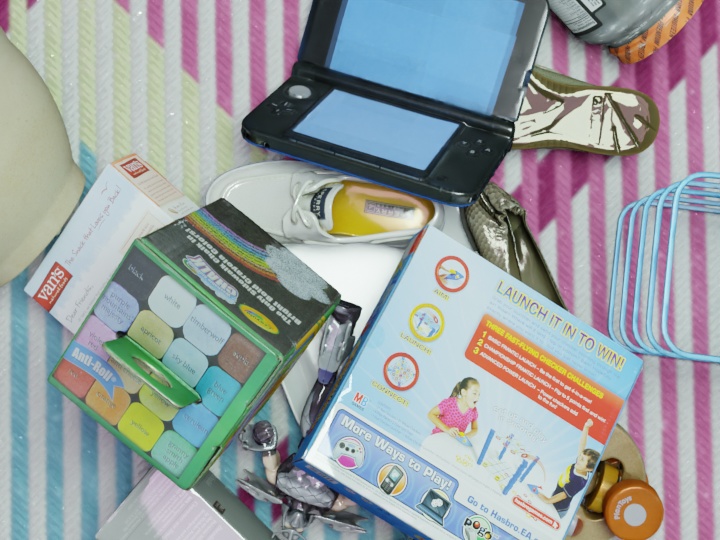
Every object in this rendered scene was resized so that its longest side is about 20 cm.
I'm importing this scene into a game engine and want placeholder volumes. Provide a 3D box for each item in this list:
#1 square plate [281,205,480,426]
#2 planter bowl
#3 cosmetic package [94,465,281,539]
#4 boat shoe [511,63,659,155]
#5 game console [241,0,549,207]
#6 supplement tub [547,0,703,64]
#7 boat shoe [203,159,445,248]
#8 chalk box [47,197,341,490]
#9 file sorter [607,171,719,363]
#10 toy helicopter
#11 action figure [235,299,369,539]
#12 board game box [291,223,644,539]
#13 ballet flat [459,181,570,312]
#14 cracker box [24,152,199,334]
[{"bbox_3d":[0.000,0.000,0.963,0.195,0.028,0.203,-24,89,-2],"label":"square plate"},{"bbox_3d":[-0.299,-0.071,0.889,0.201,0.200,0.135,-48,117,-3],"label":"planter bowl"},{"bbox_3d":[-0.105,0.238,0.911,0.199,0.107,0.091,41,88,-2],"label":"cosmetic package"},{"bbox_3d":[0.148,-0.137,0.967,0.197,0.063,0.075,8,98,5],"label":"boat shoe"},{"bbox_3d":[0.028,-0.159,0.902,0.197,0.171,0.120,17,125,15],"label":"game console"},{"bbox_3d":[0.180,-0.270,0.923,0.199,0.122,0.123,41,86,-15],"label":"supplement tub"},{"bbox_3d":[-0.030,-0.051,0.913,0.196,0.070,0.072,8,86,3],"label":"boat shoe"},{"bbox_3d":[-0.115,0.051,0.781,0.124,0.200,0.125,38,110,3],"label":"chalk box"},{"bbox_3d":[0.272,0.005,0.889,0.120,0.200,0.142,6,87,1],"label":"file sorter"},{"bbox_3d":[0.139,0.193,0.940,0.199,0.079,0.133,-40,96,9],"label":"toy helicopter"},{"bbox_3d":[-0.028,0.127,0.913,0.128,0.069,0.203,20,93,-7],"label":"action figure"},{"bbox_3d":[0.081,0.104,0.853,0.198,0.056,0.198,32,73,-5],"label":"board game box"},{"bbox_3d":[0.142,0.019,0.947,0.067,0.046,0.203,-23,90,-39],"label":"ballet flat"},{"bbox_3d":[-0.151,0.024,0.921,0.199,0.058,0.134,41,110,-1],"label":"cracker box"}]
